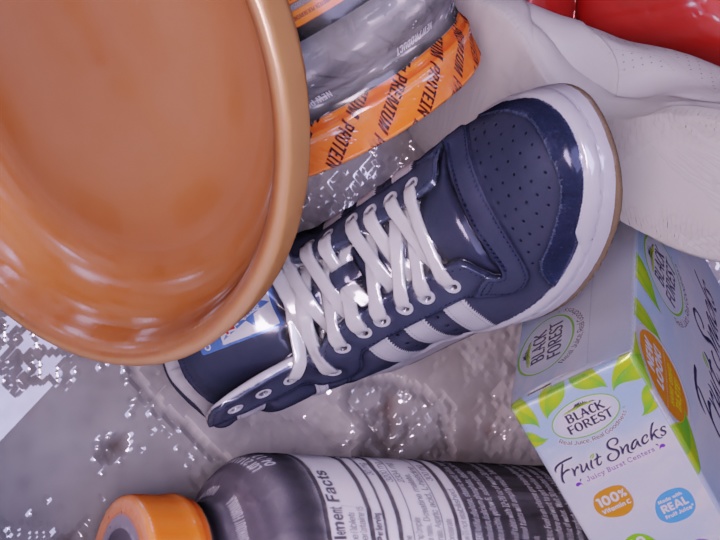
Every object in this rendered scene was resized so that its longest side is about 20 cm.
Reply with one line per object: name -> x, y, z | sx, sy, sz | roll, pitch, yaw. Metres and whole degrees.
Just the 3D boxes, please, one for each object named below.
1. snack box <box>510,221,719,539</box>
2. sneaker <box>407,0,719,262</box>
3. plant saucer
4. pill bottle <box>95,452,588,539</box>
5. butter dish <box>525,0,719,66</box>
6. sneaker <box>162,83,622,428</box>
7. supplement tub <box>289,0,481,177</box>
snack box -> 0.115, 0.052, 0.841 | 0.053, 0.200, 0.143 | -27, 108, 18
sneaker -> 0.099, -0.058, 0.840 | 0.088, 0.199, 0.076 | -20, 127, -43
plant saucer -> -0.090, -0.068, 0.738 | 0.037, 0.199, 0.202 | -28, 106, -45
pill bottle -> 0.001, 0.122, 0.834 | 0.198, 0.106, 0.107 | 5, 91, -25
butter dish -> 0.188, -0.141, 0.885 | 0.199, 0.148, 0.201 | 17, 85, -25
sneaker -> 0.000, 0.000, 0.770 | 0.108, 0.200, 0.071 | -12, 76, -33
supplement tub -> -0.044, -0.139, 0.787 | 0.122, 0.122, 0.201 | -34, 107, -20
